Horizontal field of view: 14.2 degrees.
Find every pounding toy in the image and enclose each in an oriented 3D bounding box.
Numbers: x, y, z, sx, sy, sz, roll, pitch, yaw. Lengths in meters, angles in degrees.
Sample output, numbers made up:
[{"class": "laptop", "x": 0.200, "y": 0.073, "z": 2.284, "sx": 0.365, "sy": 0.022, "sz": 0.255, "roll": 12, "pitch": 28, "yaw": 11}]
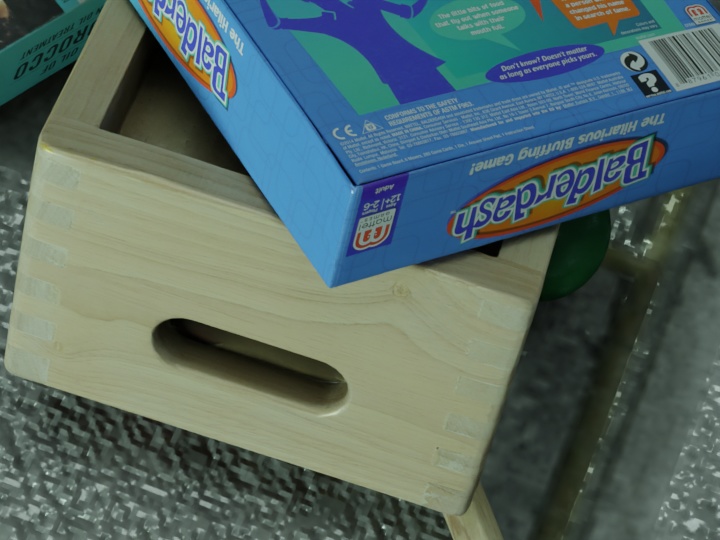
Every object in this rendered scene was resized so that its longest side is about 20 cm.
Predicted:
[{"class": "pounding toy", "x": 0.000, "y": 0.000, "z": 0.932, "sx": 0.199, "sy": 0.143, "sz": 0.185, "roll": 18, "pitch": 44, "yaw": 2}]

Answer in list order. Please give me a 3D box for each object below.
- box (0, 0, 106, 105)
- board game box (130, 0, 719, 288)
[{"class": "box", "x": -0.120, "y": -0.113, "z": 0.998, "sx": 0.200, "sy": 0.049, "sz": 0.082, "roll": -36, "pitch": 79, "yaw": -32}, {"class": "board game box", "x": 0.010, "y": -0.094, "z": 0.892, "sx": 0.151, "sy": 0.045, "sz": 0.200, "roll": -15, "pitch": 52, "yaw": -27}]
